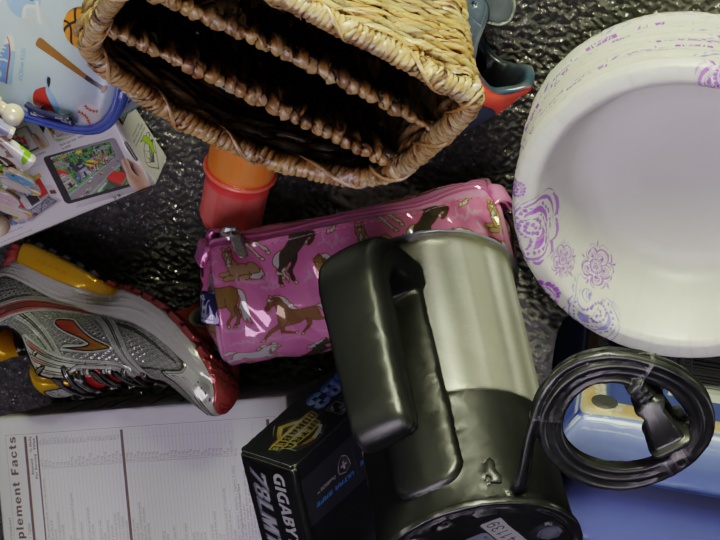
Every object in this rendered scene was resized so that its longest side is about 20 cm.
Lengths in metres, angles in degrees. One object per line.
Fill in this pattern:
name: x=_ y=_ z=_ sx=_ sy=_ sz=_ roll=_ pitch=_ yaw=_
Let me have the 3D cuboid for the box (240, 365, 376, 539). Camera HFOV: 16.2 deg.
box: x=0.018 y=0.144 z=1.586 sx=0.049 sy=0.200 sz=0.199 roll=12 pitch=128 yaw=36

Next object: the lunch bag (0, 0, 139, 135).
lunch bag: x=-0.190 y=-0.179 z=1.463 sx=0.159 sy=0.076 sz=0.201 roll=16 pitch=112 yaw=11

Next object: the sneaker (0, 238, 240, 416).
sneaker: x=-0.158 y=0.053 z=1.581 sx=0.199 sy=0.082 sz=0.078 roll=21 pitch=164 yaw=34

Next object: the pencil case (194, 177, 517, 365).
pencil case: x=0.000 y=0.000 z=1.541 sx=0.199 sy=0.083 sz=0.087 roll=-11 pitch=161 yaw=1

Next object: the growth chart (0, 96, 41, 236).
growth chart: x=-0.252 y=-0.085 z=1.495 sx=0.144 sy=0.018 sz=0.200 roll=30 pitch=157 yaw=-1

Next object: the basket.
basket: x=-0.050 y=-0.115 z=1.356 sx=0.199 sy=0.149 sz=0.143 roll=25 pitch=118 yaw=-18

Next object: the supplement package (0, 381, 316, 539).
supplement package: x=-0.124 y=0.137 z=1.637 sx=0.199 sy=0.109 sz=0.115 roll=-4 pitch=91 yaw=14

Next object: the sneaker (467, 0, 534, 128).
sneaker: x=0.040 y=-0.171 z=1.453 sx=0.084 sy=0.075 sz=0.200 roll=-18 pitch=125 yaw=17

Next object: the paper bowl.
paper bowl: x=0.191 y=-0.057 z=1.475 sx=0.199 sy=0.105 sz=0.202 roll=5 pitch=124 yaw=7

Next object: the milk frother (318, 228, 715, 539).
milk frother: x=0.086 y=0.059 z=1.413 sx=0.199 sy=0.189 sz=0.181 roll=-14 pitch=145 yaw=4

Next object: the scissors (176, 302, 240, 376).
scissors: x=-0.147 y=0.034 z=1.647 sx=0.199 sy=0.073 sz=0.014 roll=16 pitch=143 yaw=29

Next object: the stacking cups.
stacking cups: x=-0.064 y=-0.106 z=1.516 sx=0.060 sy=0.061 sz=0.201 roll=14 pitch=124 yaw=1

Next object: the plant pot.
plant pot: x=0.193 y=0.139 z=1.554 sx=0.199 sy=0.200 sz=0.181 roll=9 pitch=117 yaw=4

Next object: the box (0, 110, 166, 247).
box: x=-0.234 y=-0.071 z=1.588 sx=0.199 sy=0.035 sz=0.110 roll=-20 pitch=117 yaw=22
